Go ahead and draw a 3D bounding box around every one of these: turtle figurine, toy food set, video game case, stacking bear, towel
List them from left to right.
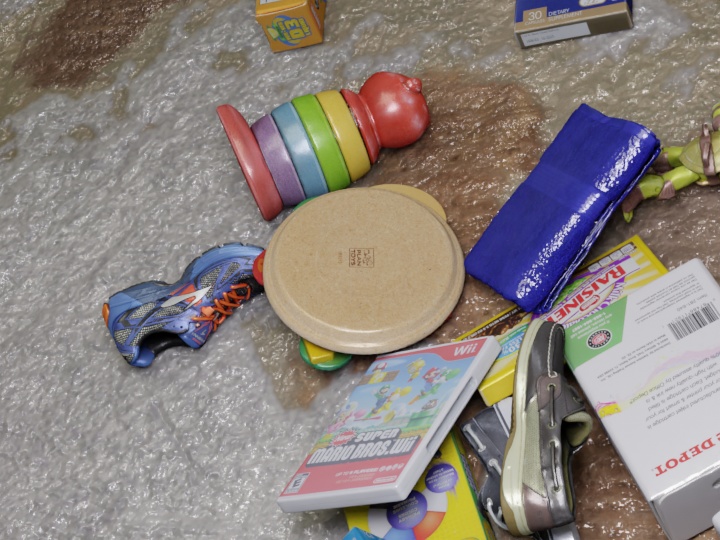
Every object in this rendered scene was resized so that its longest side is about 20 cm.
[{"bbox_3d":[-0.026,-0.137,1.941,0.200,0.122,0.114,-24,45,-3],"label":"stacking bear"},{"bbox_3d":[0.000,0.000,1.830,0.198,0.049,0.200,-13,56,-9],"label":"toy food set"},{"bbox_3d":[0.026,0.134,1.684,0.143,0.017,0.200,-13,29,41],"label":"video game case"},{"bbox_3d":[0.187,-0.056,1.765,0.200,0.050,0.148,-52,22,1],"label":"towel"},{"bbox_3d":[0.317,-0.091,1.762,0.161,0.064,0.200,-13,50,17],"label":"turtle figurine"}]

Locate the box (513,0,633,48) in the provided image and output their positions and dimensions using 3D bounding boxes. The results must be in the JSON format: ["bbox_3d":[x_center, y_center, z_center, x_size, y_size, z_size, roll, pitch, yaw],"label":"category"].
[{"bbox_3d":[0.225,-0.325,2.014,0.121,0.032,0.200,-9,50,20],"label":"box"}]

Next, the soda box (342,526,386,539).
[{"bbox_3d":[-0.033,0.310,1.575,0.200,0.068,0.064,-50,48,9],"label":"soda box"}]

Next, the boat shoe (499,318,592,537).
[{"bbox_3d":[0.159,0.128,1.578,0.066,0.072,0.201,-2,51,19],"label":"boat shoe"}]

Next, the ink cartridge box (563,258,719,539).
[{"bbox_3d":[0.274,0.109,1.612,0.145,0.084,0.200,-29,47,3],"label":"ink cartridge box"}]

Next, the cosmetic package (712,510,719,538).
[{"bbox_3d":[0.396,0.228,1.404,0.167,0.166,0.200,-38,47,-6],"label":"cosmetic package"}]

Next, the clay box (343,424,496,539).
[{"bbox_3d":[0.052,0.225,1.653,0.115,0.048,0.200,-26,46,8],"label":"clay box"}]

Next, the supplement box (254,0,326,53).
[{"bbox_3d":[-0.074,-0.340,2.146,0.069,0.067,0.200,-7,52,17],"label":"supplement box"}]

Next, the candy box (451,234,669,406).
[{"bbox_3d":[0.184,0.043,1.727,0.200,0.026,0.102,-30,29,1],"label":"candy box"}]

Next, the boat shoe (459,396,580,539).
[{"bbox_3d":[0.134,0.191,1.623,0.068,0.072,0.200,-24,45,1],"label":"boat shoe"}]

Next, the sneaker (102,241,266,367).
[{"bbox_3d":[-0.158,0.039,1.896,0.200,0.075,0.079,-25,57,15],"label":"sneaker"}]
